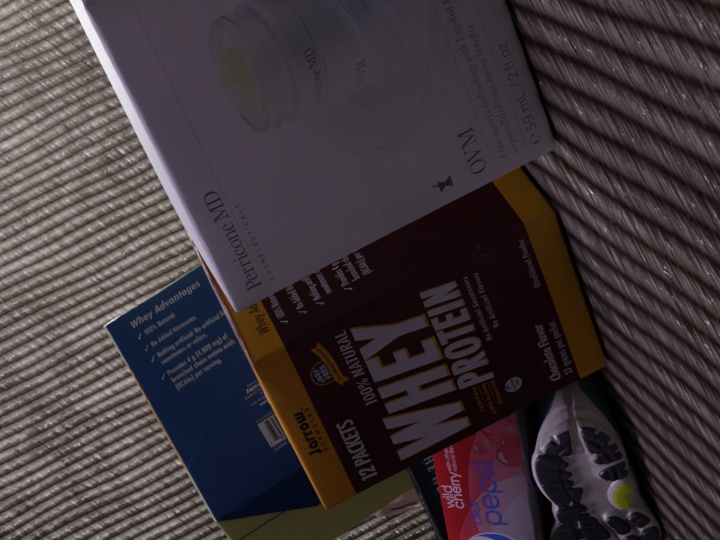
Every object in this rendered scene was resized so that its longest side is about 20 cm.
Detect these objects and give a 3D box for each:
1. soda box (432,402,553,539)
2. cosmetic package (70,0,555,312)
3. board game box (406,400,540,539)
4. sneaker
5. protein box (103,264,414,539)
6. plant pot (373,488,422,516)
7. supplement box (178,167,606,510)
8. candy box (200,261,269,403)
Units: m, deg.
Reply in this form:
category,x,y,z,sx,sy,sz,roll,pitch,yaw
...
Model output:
category,x,y,z,sx,sy,sz,roll,pitch,yaw
soda box,0.092,0.149,1.351,0.070,0.063,0.200,-70,-26,-53
cosmetic package,-0.031,-0.121,1.048,0.200,0.200,0.123,66,176,-34
board game box,0.089,0.103,1.400,0.028,0.135,0.200,52,169,54
sneaker,0.159,0.139,1.348,0.200,0.077,0.080,75,-172,-46
protein box,-0.055,0.091,1.548,0.200,0.198,0.135,55,176,32
plant pot,0.000,0.111,1.743,0.201,0.200,0.184,72,-168,-63
supplement box,0.015,0.006,1.265,0.197,0.200,0.133,59,174,52
candy box,0.000,0.000,1.411,0.116,0.200,0.055,63,177,1
